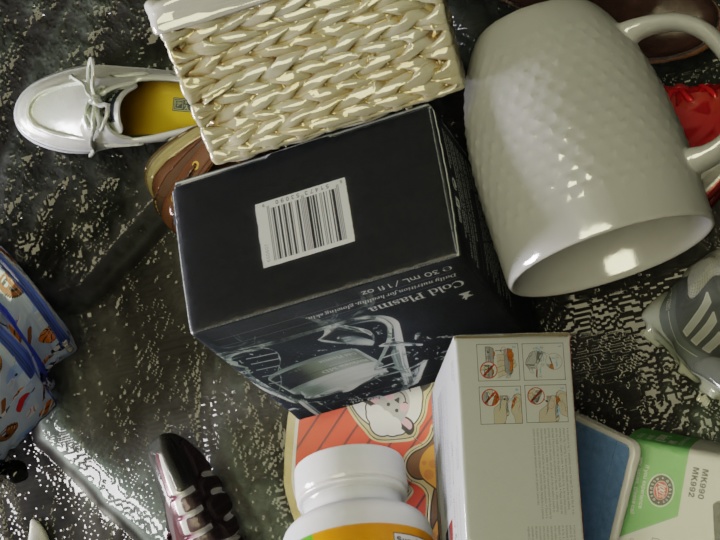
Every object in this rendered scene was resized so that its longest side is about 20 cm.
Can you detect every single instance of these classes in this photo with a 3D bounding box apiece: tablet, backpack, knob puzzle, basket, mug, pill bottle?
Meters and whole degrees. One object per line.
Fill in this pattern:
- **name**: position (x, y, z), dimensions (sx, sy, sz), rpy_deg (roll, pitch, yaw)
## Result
- **tablet**: position (0.138, 0.201, 1.393), dimensions (0.130, 0.014, 0.201), rpy_deg (24, 103, 56)
- **backpack**: position (-0.318, 0.046, 1.490), dimensions (0.200, 0.191, 0.154), rpy_deg (36, 82, 14)
- **knob puzzle**: position (0.023, 0.155, 1.470), dimensions (0.219, 0.030, 0.220), rpy_deg (0, 89, 16)
- **basket**: position (-0.031, -0.163, 1.336), dimensions (0.199, 0.136, 0.124), rpy_deg (-16, 104, 6)
- **mug**: position (0.168, -0.099, 1.324), dimensions (0.200, 0.148, 0.176), rpy_deg (-23, 74, 21)
- **pill bottle**: position (0.002, 0.230, 1.376), dimensions (0.111, 0.111, 0.200), rpy_deg (-16, 60, 15)

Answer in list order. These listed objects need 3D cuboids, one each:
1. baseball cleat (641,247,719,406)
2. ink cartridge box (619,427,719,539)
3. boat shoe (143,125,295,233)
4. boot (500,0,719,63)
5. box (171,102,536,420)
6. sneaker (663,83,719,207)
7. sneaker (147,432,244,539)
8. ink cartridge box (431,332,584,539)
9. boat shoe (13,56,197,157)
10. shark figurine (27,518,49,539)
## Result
- **baseball cleat**: position (0.255, 0.037, 1.329), dimensions (0.070, 0.200, 0.107), rpy_deg (35, 96, -24)
- **ink cartridge box**: position (0.278, 0.201, 1.366), dimensions (0.199, 0.084, 0.146), rpy_deg (9, 91, 16)
- **boat shoe**: position (-0.076, -0.099, 1.450), dimensions (0.200, 0.072, 0.068), rpy_deg (-39, 43, 17)
- **boot**: position (0.153, -0.211, 1.369), dimensions (0.200, 0.166, 0.073), rpy_deg (17, 84, 17)
- **box**: position (0.000, 0.000, 1.383), dimensions (0.200, 0.197, 0.124), rpy_deg (-17, 65, 15)
- **sneaker**: position (0.246, -0.124, 1.390), dimensions (0.116, 0.078, 0.200), rpy_deg (45, 99, 11)
- **sneaker**: position (-0.144, 0.235, 1.495), dimensions (0.115, 0.076, 0.200), rpy_deg (-29, 81, 16)
- **ink cartridge box**: position (0.100, 0.160, 1.346), dimensions (0.084, 0.176, 0.201), rpy_deg (-1, 75, -4)
- **boat shoe**: position (-0.188, -0.126, 1.510), dimensions (0.201, 0.086, 0.075), rpy_deg (4, 89, 16)
- **shark figurine**: position (-0.325, 0.265, 1.541), dimensions (0.214, 0.089, 0.129), rpy_deg (-2, 86, 14)
